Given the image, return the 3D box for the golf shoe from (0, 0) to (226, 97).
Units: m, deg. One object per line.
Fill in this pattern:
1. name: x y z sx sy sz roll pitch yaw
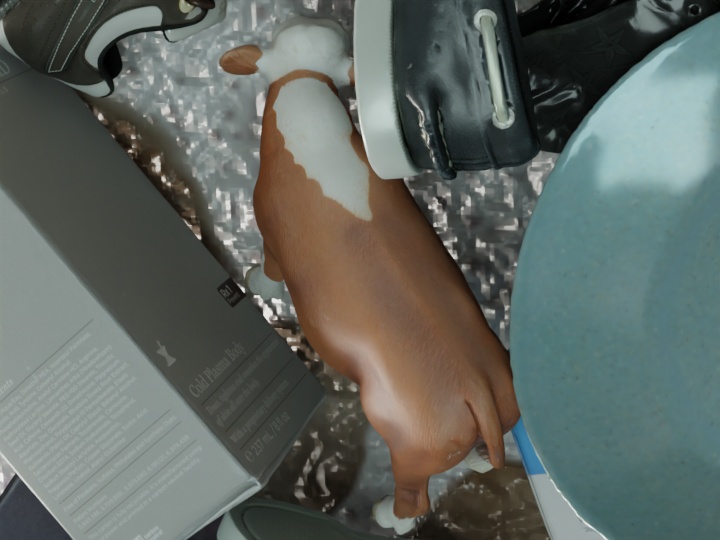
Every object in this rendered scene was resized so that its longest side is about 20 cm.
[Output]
1. golf shoe: -0.068 -0.144 0.772 0.094 0.078 0.200 42 122 -19

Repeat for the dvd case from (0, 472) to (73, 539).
1. dvd case: -0.094 0.192 0.828 0.199 0.016 0.149 38 75 -12

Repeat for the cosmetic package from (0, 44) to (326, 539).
1. cosmetic package: -0.116 0.012 0.813 0.090 0.107 0.200 -36 96 23

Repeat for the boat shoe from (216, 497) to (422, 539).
1. boat shoe: 0.017 0.149 0.845 0.199 0.076 0.061 23 108 -24

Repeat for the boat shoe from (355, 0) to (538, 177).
1. boat shoe: 0.031 -0.134 0.721 0.060 0.076 0.202 -3 94 13

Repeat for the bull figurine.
1. bull figurine: 0.000 0.000 0.784 0.065 0.201 0.122 -18 152 -15

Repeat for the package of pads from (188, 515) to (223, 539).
1. package of pads: -0.084 0.174 0.904 0.120 0.076 0.200 -37 101 26

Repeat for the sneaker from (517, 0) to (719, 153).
1. sneaker: 0.134 -0.089 0.752 0.199 0.060 0.104 -29 109 25

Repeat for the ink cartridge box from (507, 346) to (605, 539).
1. ink cartridge box: 0.156 0.098 0.804 0.145 0.086 0.201 -11 112 26

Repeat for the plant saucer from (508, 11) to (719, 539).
1. plant saucer: 0.141 0.007 0.684 0.200 0.202 0.039 -36 144 23
